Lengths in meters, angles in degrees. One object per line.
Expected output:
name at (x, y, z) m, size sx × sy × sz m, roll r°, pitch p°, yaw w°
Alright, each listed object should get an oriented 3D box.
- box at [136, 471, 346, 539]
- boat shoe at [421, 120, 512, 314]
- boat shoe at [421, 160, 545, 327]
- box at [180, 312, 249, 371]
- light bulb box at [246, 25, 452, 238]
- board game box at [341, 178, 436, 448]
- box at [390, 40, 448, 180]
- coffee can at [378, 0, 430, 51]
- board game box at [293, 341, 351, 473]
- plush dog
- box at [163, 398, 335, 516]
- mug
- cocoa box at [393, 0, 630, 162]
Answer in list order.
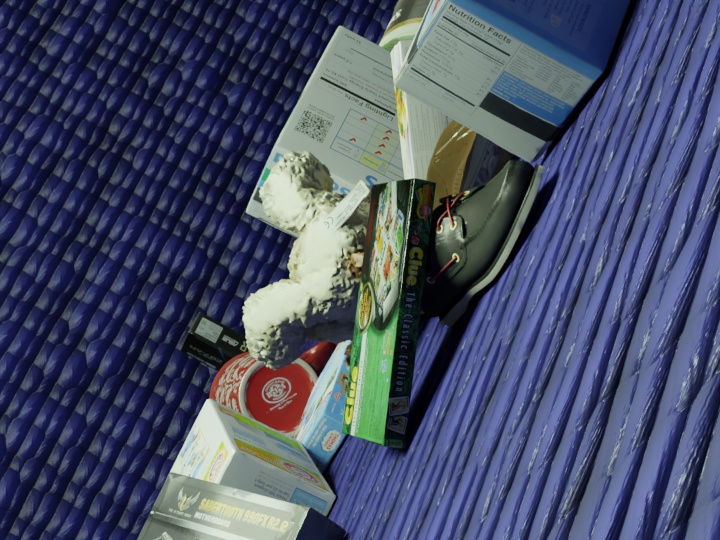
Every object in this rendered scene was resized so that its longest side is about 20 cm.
box at (-0.120, 0.258, 1.351) m, size 0.199 × 0.048 × 0.159 m, roll 4°, pitch 62°, yaw 49°
boat shoe at (0.083, -0.043, 1.413) m, size 0.073 × 0.063 × 0.201 m, roll -10°, pitch 51°, yaw 52°
boat shoe at (0.080, -0.024, 1.245) m, size 0.074 × 0.063 × 0.202 m, roll -64°, pitch 5°, yaw -32°
box at (-0.217, 0.155, 2.929) m, size 0.044 × 0.199 × 0.160 m, roll -63°, pitch 4°, yaw -19°
light bulb box at (0.011, -0.119, 1.762) m, size 0.201 × 0.197 × 0.125 m, roll -64°, pitch 2°, yaw -38°
board game box at (0.021, 0.032, 1.276) m, size 0.105 × 0.023 × 0.202 m, roll -177°, pitch 95°, yaw -70°
box at (0.059, -0.109, 1.497) m, size 0.039 × 0.041 × 0.202 m, roll 140°, pitch 124°, yaw -76°
coffee can at (0.082, -0.226, 1.932) m, size 0.147 × 0.146 × 0.201 m, roll -59°, pitch 6°, yaw 45°
board game box at (-0.031, 0.143, 1.752) m, size 0.152 × 0.036 × 0.201 m, roll -60°, pitch 6°, yaw 37°
plush dog at (0.000, 0.000, 1.516) m, size 0.171 × 0.159 × 0.202 m, roll 15°, pitch -99°, yaw -59°
box at (-0.108, 0.210, 1.564) m, size 0.102 × 0.112 × 0.200 m, roll -62°, pitch 14°, yaw 3°
mug at (-0.111, 0.147, 2.140) m, size 0.179 × 0.133 × 0.200 m, roll -65°, pitch 8°, yaw -10°
cocoa box at (0.133, -0.216, 1.275) m, size 0.201 × 0.133 × 0.131 m, roll -66°, pitch 6°, yaw -33°
